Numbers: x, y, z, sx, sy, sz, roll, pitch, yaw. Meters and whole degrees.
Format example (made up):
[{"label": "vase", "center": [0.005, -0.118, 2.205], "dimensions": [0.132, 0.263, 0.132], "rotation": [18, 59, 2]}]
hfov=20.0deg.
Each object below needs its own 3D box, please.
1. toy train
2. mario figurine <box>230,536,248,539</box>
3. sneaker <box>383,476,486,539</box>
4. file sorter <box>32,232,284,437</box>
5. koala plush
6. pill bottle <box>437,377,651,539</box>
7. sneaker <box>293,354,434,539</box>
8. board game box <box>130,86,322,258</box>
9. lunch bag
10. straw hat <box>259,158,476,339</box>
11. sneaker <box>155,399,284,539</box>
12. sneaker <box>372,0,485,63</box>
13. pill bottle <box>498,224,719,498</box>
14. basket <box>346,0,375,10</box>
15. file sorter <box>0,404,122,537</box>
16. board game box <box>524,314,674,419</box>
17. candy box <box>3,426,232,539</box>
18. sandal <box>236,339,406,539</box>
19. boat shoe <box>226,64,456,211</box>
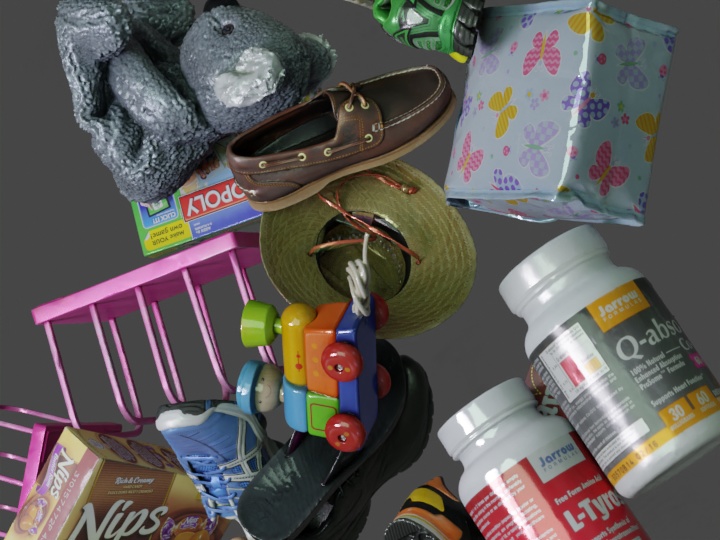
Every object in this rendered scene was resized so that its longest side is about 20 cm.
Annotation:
[{"label": "toy train", "center": [-0.042, 0.043, 1.604], "dimensions": [0.115, 0.085, 0.201], "rotation": [9, 127, 15]}, {"label": "mario figurine", "center": [-0.132, 0.266, 1.727], "dimensions": [0.199, 0.124, 0.107], "rotation": [-19, 107, 26]}, {"label": "sneaker", "center": [0.113, 0.253, 1.701], "dimensions": [0.200, 0.090, 0.070], "rotation": [43, 133, -5]}, {"label": "file sorter", "center": [-0.152, 0.059, 1.773], "dimensions": [0.199, 0.139, 0.126], "rotation": [-20, 83, 19]}, {"label": "koala plush", "center": [-0.128, -0.161, 1.746], "dimensions": [0.198, 0.177, 0.185], "rotation": [-10, 94, 20]}, {"label": "pill bottle", "center": [0.151, 0.192, 1.647], "dimensions": [0.112, 0.112, 0.201], "rotation": [-38, 76, 15]}, {"label": "sneaker", "center": [-0.006, 0.163, 1.742], "dimensions": [0.076, 0.091, 0.201], "rotation": [31, 96, 22]}, {"label": "board game box", "center": [-0.119, -0.105, 1.834], "dimensions": [0.199, 0.029, 0.136], "rotation": [-19, 79, 19]}, {"label": "lunch bag", "center": [0.152, -0.129, 1.678], "dimensions": [0.199, 0.126, 0.171], "rotation": [3, 82, 54]}, {"label": "straw hat", "center": [0.000, 0.000, 1.745], "dimensions": [0.201, 0.201, 0.085], "rotation": [41, 145, 18]}, {"label": "sneaker", "center": [-0.108, 0.166, 1.716], "dimensions": [0.075, 0.200, 0.078], "rotation": [-8, 60, 26]}, {"label": "sneaker", "center": [0.055, -0.226, 1.690], "dimensions": [0.084, 0.200, 0.079], "rotation": [14, 102, -4]}, {"label": "pill bottle", "center": [0.203, 0.071, 1.634], "dimensions": [0.116, 0.116, 0.201], "rotation": [-37, 76, 15]}, {"label": "basket", "center": [-0.060, -0.332, 1.737], "dimensions": [0.199, 0.198, 0.162], "rotation": [23, 97, 20]}, {"label": "file sorter", "center": [-0.316, 0.225, 1.831], "dimensions": [0.124, 0.139, 0.202], "rotation": [11, 91, 22]}, {"label": "board game box", "center": [0.183, 0.117, 1.710], "dimensions": [0.102, 0.019, 0.202], "rotation": [19, 93, 22]}, {"label": "candy box", "center": [-0.198, 0.208, 1.751], "dimensions": [0.056, 0.199, 0.117], "rotation": [35, 99, 35]}, {"label": "sandal", "center": [-0.028, 0.139, 1.689], "dimensions": [0.075, 0.048, 0.201], "rotation": [29, 73, 20]}, {"label": "boat shoe", "center": [-0.016, -0.119, 1.697], "dimensions": [0.199, 0.071, 0.071], "rotation": [-29, 45, -4]}]
